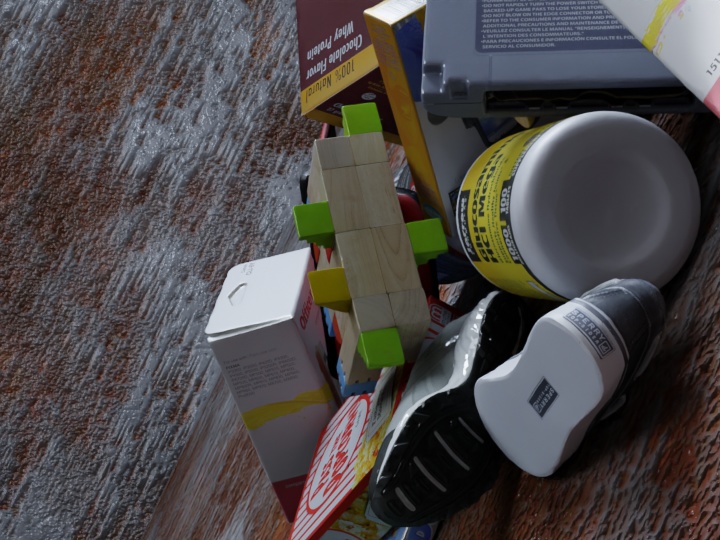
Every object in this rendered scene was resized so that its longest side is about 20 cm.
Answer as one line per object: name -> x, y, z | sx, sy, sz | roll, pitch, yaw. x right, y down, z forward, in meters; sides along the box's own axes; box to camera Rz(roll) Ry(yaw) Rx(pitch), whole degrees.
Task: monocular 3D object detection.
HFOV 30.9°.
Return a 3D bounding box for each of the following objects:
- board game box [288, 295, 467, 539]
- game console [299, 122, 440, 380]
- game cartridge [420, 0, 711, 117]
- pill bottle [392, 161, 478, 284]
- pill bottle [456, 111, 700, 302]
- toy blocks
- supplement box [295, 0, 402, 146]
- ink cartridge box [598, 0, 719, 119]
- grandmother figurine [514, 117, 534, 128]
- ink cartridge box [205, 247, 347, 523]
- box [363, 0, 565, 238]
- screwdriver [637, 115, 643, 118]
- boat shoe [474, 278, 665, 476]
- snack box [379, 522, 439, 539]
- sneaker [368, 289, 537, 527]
board game box -> 0.014, 0.137, 1.009 | 0.200, 0.046, 0.152 | -54, 13, 40
game console -> 0.020, -0.010, 1.109 | 0.119, 0.172, 0.200 | -40, -48, -42
game cartridge -> 0.139, -0.156, 0.801 | 0.041, 0.200, 0.133 | 74, -162, -61
pill bottle -> 0.078, -0.050, 1.113 | 0.116, 0.116, 0.200 | -66, 10, -15
pill bottle -> 0.125, -0.037, 0.830 | 0.113, 0.112, 0.200 | -64, 9, -4
toy blocks -> 0.000, 0.000, 0.956 | 0.137, 0.100, 0.200 | 104, 155, -64
supplement box -> 0.056, -0.234, 1.049 | 0.197, 0.133, 0.200 | -25, 61, 46
ink cartridge box -> 0.194, -0.157, 0.667 | 0.117, 0.067, 0.200 | -60, 38, 25
grandmother figurine -> 0.176, -0.168, 0.856 | 0.200, 0.061, 0.121 | -32, 44, -8
ink cartridge box -> -0.057, 0.101, 1.187 | 0.083, 0.200, 0.145 | -16, 24, 12
box -> 0.084, -0.117, 0.924 | 0.119, 0.200, 0.041 | -32, 35, -17
screwdriver -> 0.212, -0.154, 0.933 | 0.200, 0.029, 0.028 | -64, 9, 8
boat shoe -> 0.121, 0.059, 0.753 | 0.068, 0.072, 0.200 | -32, -18, -21
snack box -> 0.049, 0.161, 0.982 | 0.200, 0.024, 0.072 | -66, 11, -15
sneaker -> 0.058, 0.097, 0.872 | 0.079, 0.074, 0.200 | -28, 18, 44
